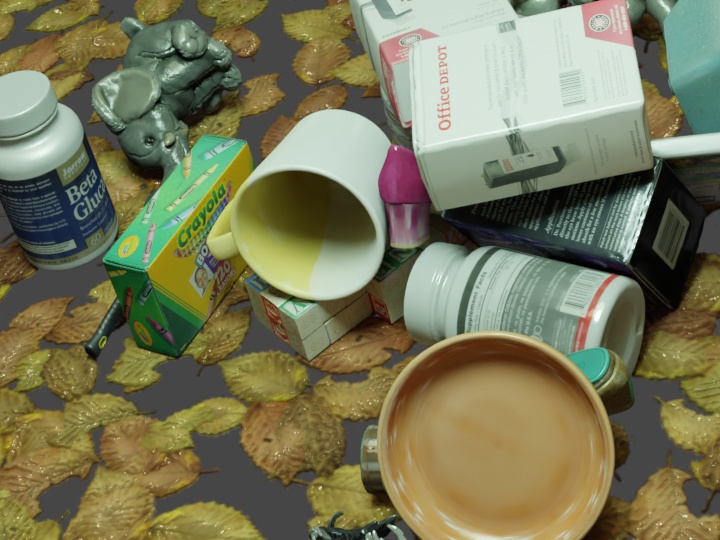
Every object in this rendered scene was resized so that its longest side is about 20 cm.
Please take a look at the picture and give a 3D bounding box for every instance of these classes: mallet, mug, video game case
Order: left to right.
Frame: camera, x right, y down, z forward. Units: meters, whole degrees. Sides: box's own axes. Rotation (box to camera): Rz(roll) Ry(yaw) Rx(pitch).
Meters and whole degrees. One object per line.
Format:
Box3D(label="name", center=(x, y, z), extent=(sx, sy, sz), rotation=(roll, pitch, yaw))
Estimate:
Box3D(label="mallet", center=(-0.233, -0.001, 1.735), extent=(0.041, 0.066, 0.201), rotation=(9, 47, 27))
Box3D(label="mug", center=(-0.049, -0.080, 1.617), extent=(0.185, 0.151, 0.154), rotation=(11, 38, 10))
Box3D(label="video game case", center=(0.367, -0.098, 1.575), extent=(0.198, 0.182, 0.022), rotation=(-5, 77, 9))

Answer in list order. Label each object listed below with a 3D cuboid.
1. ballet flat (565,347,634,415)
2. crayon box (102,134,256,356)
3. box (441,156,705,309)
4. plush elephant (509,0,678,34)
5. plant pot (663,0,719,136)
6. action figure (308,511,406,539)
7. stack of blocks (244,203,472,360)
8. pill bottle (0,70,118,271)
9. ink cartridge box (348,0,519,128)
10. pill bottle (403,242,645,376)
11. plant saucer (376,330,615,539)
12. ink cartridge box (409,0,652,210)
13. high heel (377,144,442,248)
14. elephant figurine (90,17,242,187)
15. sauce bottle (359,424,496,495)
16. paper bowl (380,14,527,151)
Box3D(label="ballet flat", center=(0.152, 0.109, 1.457), extent=(0.199, 0.072, 0.068), rotation=(-11, 44, 39))
Box3D(label="crayon box", center=(-0.170, -0.028, 1.704), extent=(0.058, 0.119, 0.201), rotation=(11, 48, 28))
Box3D(label="box", center=(0.200, -0.053, 1.572), extent=(0.199, 0.148, 0.105), rotation=(15, 80, 32))
Box3D(label="plush elephant", center=(0.237, -0.294, 1.857), extent=(0.164, 0.155, 0.201), rotation=(-8, 60, -57))
Box3D(label="plant pot", center=(0.413, -0.211, 1.674), extent=(0.198, 0.197, 0.197), rotation=(-18, 39, 22))
Box3D(label="action figure", center=(-0.004, 0.256, 1.355), extent=(0.118, 0.102, 0.200), rotation=(-33, 44, -2))
Box3D(label="stack of blocks", center=(0.000, 0.000, 1.664), extent=(0.199, 0.059, 0.115), rotation=(-36, 45, -21))
Box3D(label="pill bottle", center=(-0.335, -0.107, 1.780), extent=(0.110, 0.201, 0.112), rotation=(-9, 42, 8))
Box3D(label="ink cartridge box", center=(0.078, -0.252, 1.742), extent=(0.144, 0.085, 0.201), rotation=(-18, 38, -3))
Box3D(label="pill bottle", center=(0.147, 0.042, 1.530), extent=(0.198, 0.115, 0.114), rotation=(14, 49, 30))
Box3D(label="plant saucer", center=(0.113, 0.146, 1.391), extent=(0.198, 0.203, 0.037), rotation=(-1, 9, 17))
Box3D(label="ink cartridge box", center=(0.148, -0.147, 1.486), extent=(0.198, 0.085, 0.147), rotation=(-10, 47, 10))
Box3D(label="high heel", center=(0.062, -0.096, 1.602), extent=(0.067, 0.097, 0.200), rotation=(5, 21, 23))
Box3D(label="elephant figurine", center=(-0.234, -0.177, 1.894), extent=(0.155, 0.141, 0.201), rotation=(-4, 50, 58))
Box3D(label="sauce bottle", center=(0.100, 0.162, 1.450), extent=(0.198, 0.065, 0.065), rotation=(-3, 42, 16))
Box3D(label="paper bowl", center=(0.125, -0.177, 1.784), extent=(0.198, 0.105, 0.202), rotation=(-9, 42, 9))
